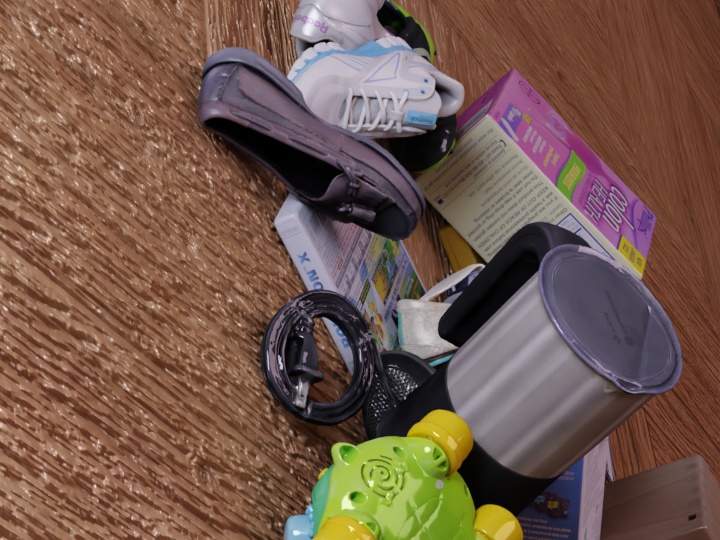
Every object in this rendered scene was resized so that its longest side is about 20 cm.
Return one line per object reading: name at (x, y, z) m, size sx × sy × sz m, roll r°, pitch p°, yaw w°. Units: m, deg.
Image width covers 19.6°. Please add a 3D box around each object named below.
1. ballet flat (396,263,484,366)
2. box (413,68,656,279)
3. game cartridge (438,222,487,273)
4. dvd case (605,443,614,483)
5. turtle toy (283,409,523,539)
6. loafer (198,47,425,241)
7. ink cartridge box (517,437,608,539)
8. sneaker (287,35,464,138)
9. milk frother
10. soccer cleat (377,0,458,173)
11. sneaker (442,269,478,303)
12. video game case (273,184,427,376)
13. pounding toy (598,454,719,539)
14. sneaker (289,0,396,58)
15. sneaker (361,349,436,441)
ballet flat at (0.115, 0.019, 1.610) m, size 0.200 × 0.067 × 0.062 m, roll -18°, pitch 93°, yaw -31°
box at (0.161, -0.062, 1.883) m, size 0.200 × 0.097 × 0.176 m, roll 47°, pitch 21°, yaw -5°
game cartridge at (0.136, 0.020, 1.947) m, size 0.176 × 0.032 × 0.200 m, roll 67°, pitch 21°, yaw -5°
dvd case at (0.188, 0.087, 1.927) m, size 0.149 × 0.016 × 0.200 m, roll -87°, pitch 153°, yaw -59°
turtle toy at (0.025, 0.191, 1.327) m, size 0.146 × 0.101 × 0.200 m, roll -43°, pitch 115°, yaw -38°
loafer at (-0.039, -0.074, 1.472) m, size 0.200 × 0.072 × 0.063 m, roll 38°, pitch 46°, yaw -25°
ink cartridge box at (0.156, 0.139, 1.679) m, size 0.136 × 0.076 × 0.200 m, roll -39°, pitch 135°, yaw -71°
sneaker at (0.013, -0.131, 1.589) m, size 0.200 × 0.087 × 0.075 m, roll -26°, pitch 135°, yaw -52°
milk frother at (0.067, 0.056, 1.368) m, size 0.200 × 0.188 × 0.181 m, roll 7°, pitch 48°, yaw -40°
soccer cleat at (0.036, -0.160, 1.813) m, size 0.081 × 0.067 × 0.200 m, roll 44°, pitch 23°, yaw -35°
sneaker at (0.098, 0.028, 1.743) m, size 0.200 × 0.070 × 0.109 m, roll 59°, pitch 21°, yaw -63°
video game case at (0.000, 0.000, 1.595) m, size 0.182 × 0.022 × 0.200 m, roll 63°, pitch 19°, yaw -17°
pounding toy at (0.272, 0.291, 1.790) m, size 0.200 × 0.184 × 0.142 m, roll 60°, pitch 21°, yaw -26°
sneaker at (-0.015, -0.170, 1.687) m, size 0.100 × 0.075 × 0.200 m, roll -61°, pitch 153°, yaw -19°
sneaker at (0.043, 0.153, 1.467) m, size 0.114 × 0.076 × 0.200 m, roll 0°, pitch 75°, yaw -77°
